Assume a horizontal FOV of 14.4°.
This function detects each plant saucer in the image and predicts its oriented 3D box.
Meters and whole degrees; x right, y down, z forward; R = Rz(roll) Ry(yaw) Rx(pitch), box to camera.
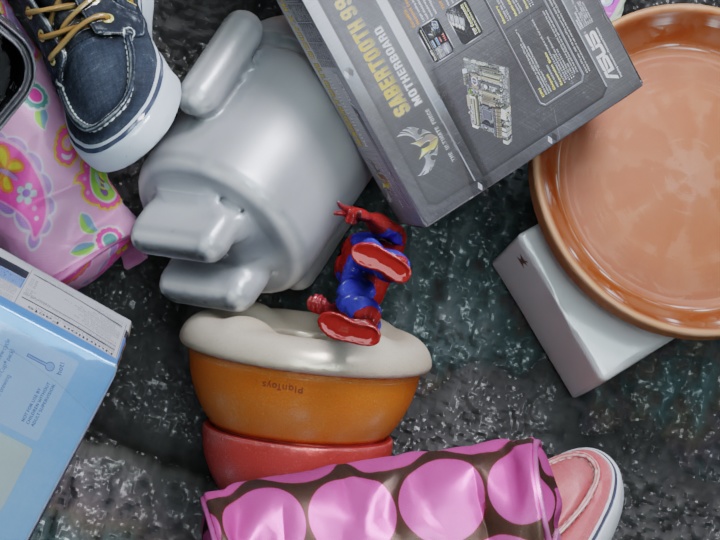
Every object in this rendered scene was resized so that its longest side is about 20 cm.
[{"bbox_3d":[0.195,-0.057,1.681,0.199,0.032,0.202,2,78,-11],"label":"plant saucer"}]

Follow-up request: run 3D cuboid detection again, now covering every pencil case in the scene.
[{"bbox_3d":[-0.200,-0.079,1.646,0.087,0.087,0.201,-29,87,-16],"label":"pencil case"},{"bbox_3d":[0.015,0.150,1.554,0.199,0.094,0.091,-12,116,-5],"label":"pencil case"}]

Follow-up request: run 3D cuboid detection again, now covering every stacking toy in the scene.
[{"bbox_3d":[-0.042,0.125,1.638,0.145,0.146,0.201,6,96,-11],"label":"stacking toy"}]

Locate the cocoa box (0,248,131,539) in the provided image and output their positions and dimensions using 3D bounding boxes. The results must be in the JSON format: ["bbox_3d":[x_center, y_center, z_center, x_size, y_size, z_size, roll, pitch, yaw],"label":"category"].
[{"bbox_3d":[-0.227,0.094,1.548,0.133,0.131,0.201,28,98,-6],"label":"cocoa box"}]

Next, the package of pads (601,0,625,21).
[{"bbox_3d":[0.112,-0.250,1.752,0.154,0.068,0.201,23,75,-7],"label":"package of pads"}]

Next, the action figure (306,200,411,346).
[{"bbox_3d":[0.000,0.000,1.587,0.051,0.200,0.066,21,95,0],"label":"action figure"}]

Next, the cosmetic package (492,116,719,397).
[{"bbox_3d":[0.192,-0.018,1.725,0.199,0.071,0.102,-29,85,-16],"label":"cosmetic package"}]

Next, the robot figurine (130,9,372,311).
[{"bbox_3d":[-0.052,-0.068,1.648,0.112,0.170,0.200,11,52,34],"label":"robot figurine"}]

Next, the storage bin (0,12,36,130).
[{"bbox_3d":[-0.286,-0.126,1.539,0.200,0.094,0.135,39,91,-13],"label":"storage bin"}]

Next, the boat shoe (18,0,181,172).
[{"bbox_3d":[-0.160,-0.137,1.609,0.071,0.201,0.091,-34,123,12],"label":"boat shoe"}]

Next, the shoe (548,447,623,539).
[{"bbox_3d":[0.069,0.160,1.646,0.200,0.091,0.071,-41,52,-13],"label":"shoe"}]

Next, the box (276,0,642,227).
[{"bbox_3d":[0.046,-0.149,1.601,0.158,0.048,0.201,-33,105,-13],"label":"box"}]
